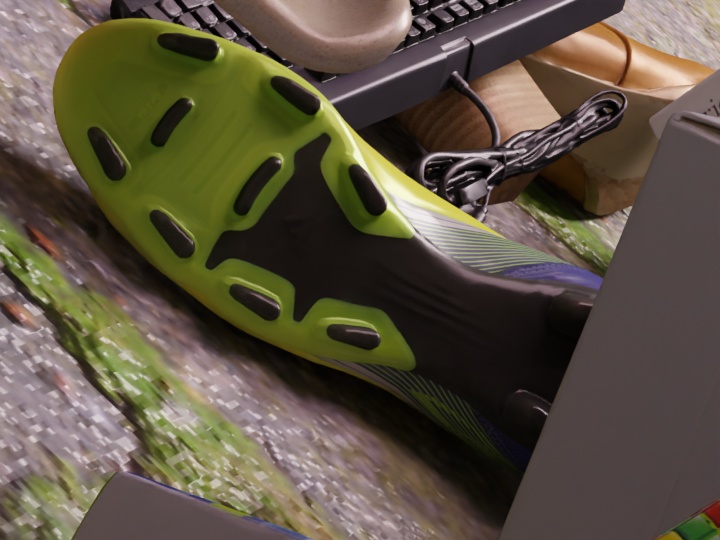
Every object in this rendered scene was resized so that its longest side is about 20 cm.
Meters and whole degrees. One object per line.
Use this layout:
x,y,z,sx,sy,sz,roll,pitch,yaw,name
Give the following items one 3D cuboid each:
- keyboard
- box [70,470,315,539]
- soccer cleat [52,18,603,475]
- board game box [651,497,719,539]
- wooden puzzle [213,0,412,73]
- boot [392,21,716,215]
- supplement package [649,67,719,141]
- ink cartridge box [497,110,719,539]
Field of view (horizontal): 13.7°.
0.023,-0.072,0.939,0.127,0.021,0.200,45,41,16,keyboard
0.023,0.088,0.492,0.122,0.048,0.200,32,-9,-23,box
0.000,0.001,0.798,0.200,0.065,0.084,31,-10,-15,soccer cleat
0.132,0.150,0.560,0.200,0.057,0.165,53,-12,32,board game box
-0.068,-0.142,0.668,0.200,0.046,0.185,35,19,-18,wooden puzzle
0.051,-0.092,1.057,0.144,0.071,0.201,54,28,18,boot
0.201,0.011,0.989,0.110,0.114,0.200,14,45,-54,supplement package
0.125,0.047,0.748,0.083,0.147,0.200,26,9,29,ink cartridge box
